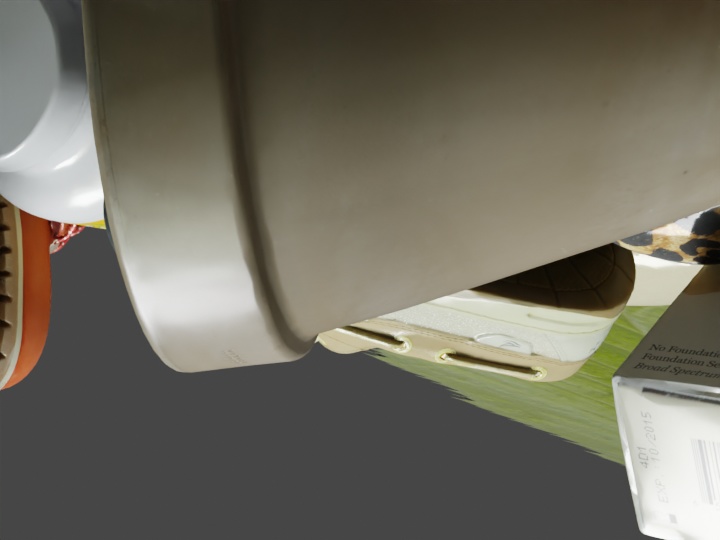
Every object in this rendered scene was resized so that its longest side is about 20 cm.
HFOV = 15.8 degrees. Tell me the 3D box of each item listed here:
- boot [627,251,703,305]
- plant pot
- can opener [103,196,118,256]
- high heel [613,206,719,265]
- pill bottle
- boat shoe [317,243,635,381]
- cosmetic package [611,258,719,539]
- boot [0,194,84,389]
[{"bbox_3d":[0.081,-0.038,1.017,0.155,0.073,0.200,0,151,35],"label":"boot"},{"bbox_3d":[0.024,-0.073,0.763,0.172,0.202,0.200,-2,167,9],"label":"plant pot"},{"bbox_3d":[-0.059,-0.062,0.923,0.067,0.201,0.053,27,126,-34],"label":"can opener"},{"bbox_3d":[0.128,-0.063,0.884,0.199,0.072,0.143,-4,153,24],"label":"high heel"},{"bbox_3d":[-0.091,-0.067,1.054,0.104,0.105,0.200,10,180,31],"label":"pill bottle"},{"bbox_3d":[0.000,0.000,0.974,0.199,0.074,0.067,16,136,0],"label":"boat shoe"},{"bbox_3d":[0.183,0.019,0.946,0.105,0.200,0.072,6,125,32],"label":"cosmetic package"},{"bbox_3d":[-0.140,-0.030,1.115,0.107,0.201,0.075,23,139,-39],"label":"boot"}]
